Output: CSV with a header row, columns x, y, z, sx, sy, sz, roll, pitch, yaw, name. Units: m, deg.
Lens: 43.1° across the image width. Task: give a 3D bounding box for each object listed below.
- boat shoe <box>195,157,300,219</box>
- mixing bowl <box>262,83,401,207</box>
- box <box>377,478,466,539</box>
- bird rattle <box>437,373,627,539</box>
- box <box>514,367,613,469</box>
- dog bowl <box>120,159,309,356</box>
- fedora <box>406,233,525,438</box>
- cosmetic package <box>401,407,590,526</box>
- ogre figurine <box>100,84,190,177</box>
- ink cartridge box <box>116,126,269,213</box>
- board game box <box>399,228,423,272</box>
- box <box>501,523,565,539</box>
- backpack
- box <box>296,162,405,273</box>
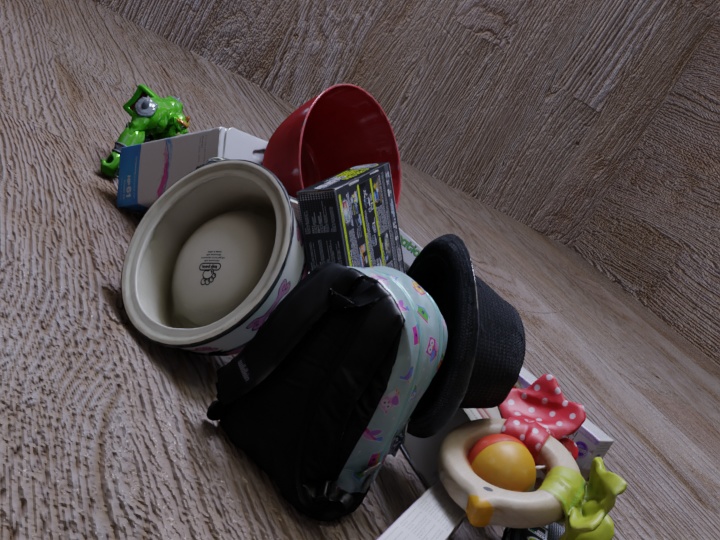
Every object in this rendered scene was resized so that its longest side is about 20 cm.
x,y,z,sx,sy,sz,roll,pitch,yaw,name
-0.093,-0.064,1.003,0.198,0.072,0.068,27,30,1,boat shoe
-0.048,-0.118,1.112,0.107,0.203,0.199,-3,-10,37,mixing bowl
0.052,0.223,0.769,0.041,0.039,0.200,34,14,15,box
0.148,0.171,0.821,0.161,0.114,0.201,2,36,-17,bird rattle
0.186,0.140,1.004,0.200,0.039,0.041,40,17,34,box
-0.137,-0.006,0.905,0.200,0.200,0.074,41,-3,37,dog bowl
0.097,0.068,0.873,0.091,0.203,0.201,15,18,-18,fedora
0.152,0.200,0.993,0.199,0.088,0.103,21,18,-34,cosmetic package
-0.313,-0.199,1.333,0.098,0.121,0.200,35,15,19,ogre figurine
-0.195,-0.115,1.170,0.198,0.086,0.144,-5,-11,39,ink cartridge box
0.089,0.012,1.223,0.200,0.035,0.126,41,-8,-7,board game box
0.211,0.312,0.813,0.199,0.048,0.193,33,12,8,box
-0.018,0.088,0.784,0.166,0.201,0.126,35,14,23,backpack
0.000,0.000,0.946,0.044,0.203,0.160,-4,14,23,box
